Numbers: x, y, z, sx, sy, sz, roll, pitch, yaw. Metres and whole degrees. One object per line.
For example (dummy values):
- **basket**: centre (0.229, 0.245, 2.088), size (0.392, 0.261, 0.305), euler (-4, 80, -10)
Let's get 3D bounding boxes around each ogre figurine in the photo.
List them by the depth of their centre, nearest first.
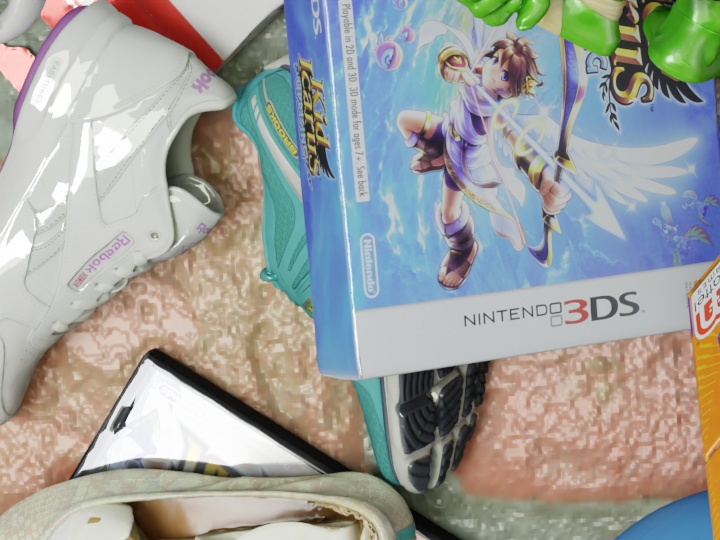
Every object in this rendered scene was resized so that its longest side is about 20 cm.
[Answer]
- **ogre figurine**: centre (0.127, -0.137, 0.971), size (0.200, 0.098, 0.120), euler (18, 115, -28)

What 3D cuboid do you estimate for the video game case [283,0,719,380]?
- **video game case**: centre (0.063, -0.065, 1.044), size (0.181, 0.045, 0.200), euler (-8, 96, -26)

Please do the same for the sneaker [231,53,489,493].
- **sneaker**: centre (0.000, 0.000, 1.098), size (0.080, 0.077, 0.200), euler (-10, 100, 36)

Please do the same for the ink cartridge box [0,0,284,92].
- **ink cartridge box**: centre (-0.099, -0.162, 1.096), size (0.200, 0.050, 0.161), euler (-42, 90, 7)

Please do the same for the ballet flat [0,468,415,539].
- **ballet flat**: centre (-0.077, 0.118, 1.088), size (0.200, 0.062, 0.068), euler (-9, 94, 8)

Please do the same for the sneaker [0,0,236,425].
- **sneaker**: centre (-0.120, -0.011, 1.090), size (0.100, 0.075, 0.200), euler (24, 107, 3)

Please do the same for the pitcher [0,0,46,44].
- **pitcher**: centre (-0.222, -0.180, 1.065), size (0.171, 0.121, 0.200), euler (-10, 100, 24)

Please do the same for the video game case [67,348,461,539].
- **video game case**: centre (-0.057, 0.164, 1.134), size (0.200, 0.026, 0.181), euler (32, 99, 2)

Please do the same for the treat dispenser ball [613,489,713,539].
- **treat dispenser ball**: centre (0.168, 0.186, 1.022), size (0.201, 0.201, 0.201), euler (1, 96, 7)

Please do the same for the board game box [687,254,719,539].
- **board game box**: centre (0.261, 0.043, 0.916), size (0.200, 0.200, 0.200), euler (23, 127, -16)
